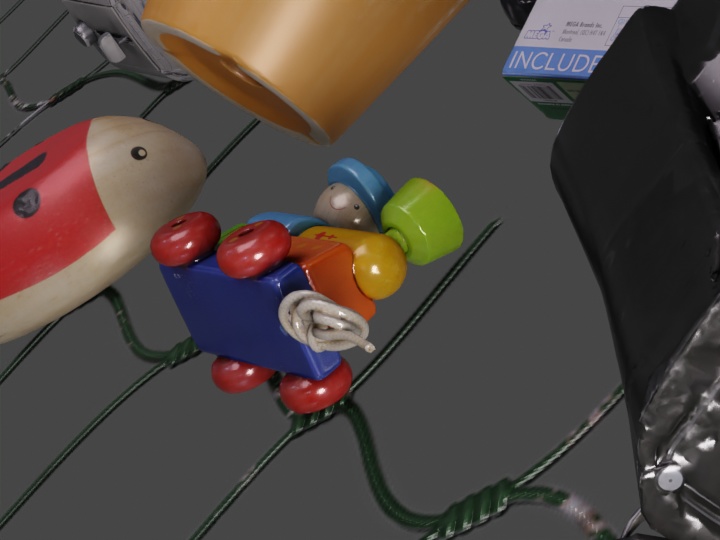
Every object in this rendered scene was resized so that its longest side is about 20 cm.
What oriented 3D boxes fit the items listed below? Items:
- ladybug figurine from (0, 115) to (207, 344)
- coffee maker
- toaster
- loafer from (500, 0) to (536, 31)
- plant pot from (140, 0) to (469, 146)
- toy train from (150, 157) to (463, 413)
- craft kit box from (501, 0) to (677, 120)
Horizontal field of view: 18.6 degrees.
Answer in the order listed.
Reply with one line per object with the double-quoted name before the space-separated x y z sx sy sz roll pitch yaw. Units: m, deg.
"ladybug figurine" -0.183 -0.027 1.287 0.199 0.072 0.136 -32 24 15
"coffee maker" 0.124 0.000 0.702 0.192 0.135 0.200 -34 22 12
"toaster" -0.102 -0.211 1.468 0.200 0.114 0.129 -40 26 -9
"loafer" 0.150 -0.194 1.110 0.200 0.071 0.068 -33 23 12
"plant pot" -0.021 -0.178 1.206 0.184 0.200 0.200 -58 26 -8
"toy train" 0.000 0.000 0.971 0.115 0.085 0.200 -33 19 -23
"craft kit box" 0.177 -0.149 0.911 0.199 0.048 0.198 10 71 47
